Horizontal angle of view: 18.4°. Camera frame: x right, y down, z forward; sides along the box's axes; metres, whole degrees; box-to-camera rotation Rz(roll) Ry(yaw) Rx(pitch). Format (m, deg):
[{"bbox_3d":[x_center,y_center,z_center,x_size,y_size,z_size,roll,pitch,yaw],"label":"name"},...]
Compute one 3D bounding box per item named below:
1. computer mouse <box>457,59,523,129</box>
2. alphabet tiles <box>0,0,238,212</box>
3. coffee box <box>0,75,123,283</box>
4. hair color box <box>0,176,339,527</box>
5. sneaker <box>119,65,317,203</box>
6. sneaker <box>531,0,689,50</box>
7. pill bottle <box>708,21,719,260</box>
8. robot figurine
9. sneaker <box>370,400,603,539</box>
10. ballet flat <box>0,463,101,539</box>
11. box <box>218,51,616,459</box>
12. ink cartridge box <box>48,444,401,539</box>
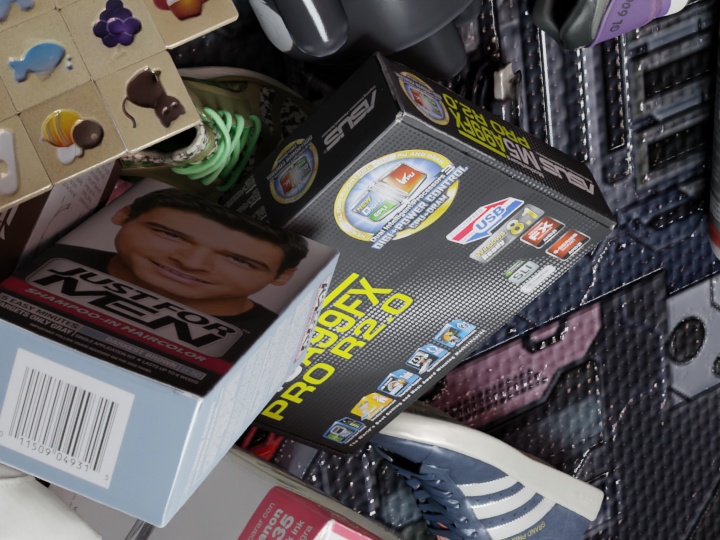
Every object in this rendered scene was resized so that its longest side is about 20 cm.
[{"bbox_3d":[0.015,-0.025,1.162,0.199,0.053,0.139,-16,119,-31],"label":"computer mouse"},{"bbox_3d":[-0.153,-0.129,0.913,0.166,0.006,0.201,-25,84,-11],"label":"alphabet tiles"},{"bbox_3d":[-0.193,0.012,0.935,0.080,0.114,0.201,73,39,-71],"label":"coffee box"},{"bbox_3d":[-0.086,0.027,0.925,0.200,0.099,0.061,-49,159,-69],"label":"hair color box"},{"bbox_3d":[-0.083,-0.060,1.038,0.199,0.089,0.077,15,103,-32],"label":"sneaker"},{"bbox_3d":[0.114,-0.204,1.146,0.087,0.076,0.201,-27,124,-18],"label":"sneaker"},{"bbox_3d":[0.260,-0.100,1.269,0.116,0.116,0.201,-17,119,-30],"label":"pill bottle"},{"bbox_3d":[-0.009,-0.177,1.028,0.125,0.150,0.200,-32,127,-6],"label":"robot figurine"},{"bbox_3d":[0.058,0.131,1.246,0.200,0.075,0.085,28,87,-41],"label":"sneaker"},{"bbox_3d":[-0.211,0.088,0.981,0.199,0.069,0.070,6,111,4],"label":"ballet flat"},{"bbox_3d":[0.000,0.000,1.078,0.200,0.044,0.160,-42,138,24],"label":"box"},{"bbox_3d":[-0.046,0.144,1.094,0.146,0.200,0.083,31,86,-41],"label":"ink cartridge box"}]
